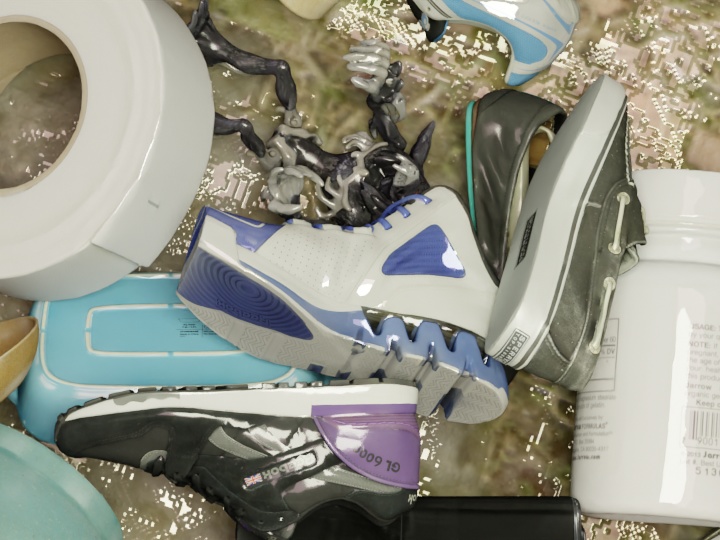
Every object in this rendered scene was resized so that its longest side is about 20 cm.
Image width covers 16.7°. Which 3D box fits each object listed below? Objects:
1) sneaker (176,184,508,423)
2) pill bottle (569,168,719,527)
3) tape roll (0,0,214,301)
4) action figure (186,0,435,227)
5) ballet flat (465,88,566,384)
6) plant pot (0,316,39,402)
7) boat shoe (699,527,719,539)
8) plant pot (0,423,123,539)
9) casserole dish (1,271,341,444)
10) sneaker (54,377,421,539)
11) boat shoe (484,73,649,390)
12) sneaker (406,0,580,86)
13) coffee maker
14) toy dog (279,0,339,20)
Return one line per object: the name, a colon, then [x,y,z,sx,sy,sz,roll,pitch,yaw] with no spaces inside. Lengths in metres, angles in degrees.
sneaker: [0.001,0.000,1.388,0.199,0.081,0.115,23,58,-10]
pill bottle: [0.185,0.046,1.434,0.114,0.114,0.200,5,82,-3]
tape roll: [-0.187,-0.085,1.405,0.202,0.071,0.203,-5,77,20]
action figure: [-0.025,-0.075,1.440,0.200,0.102,0.119,27,72,0]
ballet flat: [0.092,-0.010,1.452,0.068,0.068,0.200,1,85,20]
plant pot: [-0.263,0.083,1.363,0.200,0.200,0.027,-28,100,-6]
boat shoe: [0.181,0.214,1.441,0.200,0.068,0.075,-44,91,-5]
plant pot: [-0.216,0.169,1.370,0.200,0.200,0.134,36,62,0]
casserole dish: [-0.109,0.046,1.421,0.200,0.039,0.121,0,46,-4]
sneaker: [-0.067,0.106,1.333,0.200,0.076,0.088,-2,83,1]
boat shoe: [0.125,-0.021,1.385,0.064,0.071,0.200,26,58,-10]
sneaker: [0.037,-0.185,1.471,0.200,0.072,0.072,37,92,4]
coffee maker: [0.026,0.172,1.401,0.200,0.135,0.192,3,83,-3]
toy dog: [-0.053,-0.235,1.412,0.200,0.096,0.132,39,108,20]
